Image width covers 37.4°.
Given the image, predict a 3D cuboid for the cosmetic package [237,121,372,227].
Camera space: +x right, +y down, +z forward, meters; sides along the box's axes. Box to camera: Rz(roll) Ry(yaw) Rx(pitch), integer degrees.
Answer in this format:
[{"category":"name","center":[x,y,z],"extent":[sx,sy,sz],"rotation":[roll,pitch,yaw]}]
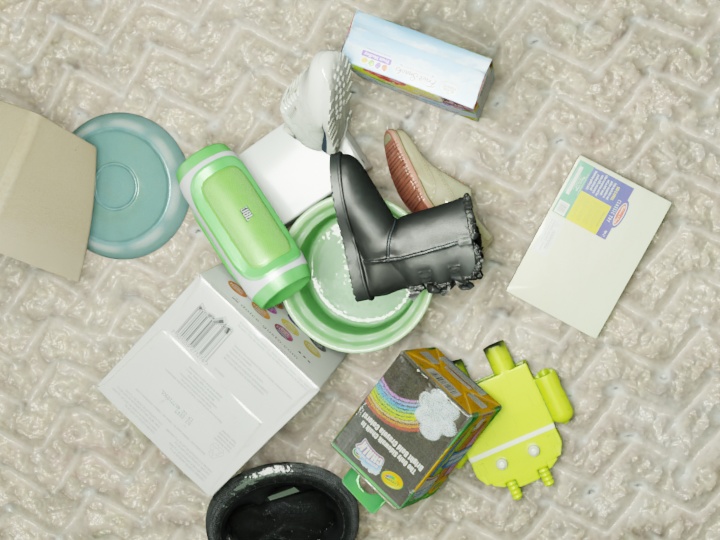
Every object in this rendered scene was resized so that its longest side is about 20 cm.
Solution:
[{"category":"cosmetic package","center":[-0.097,-0.122,1.384],"extent":[0.200,0.081,0.113],"rotation":[-32,90,8]}]

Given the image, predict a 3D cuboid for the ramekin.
[{"category":"ramekin","center":[0.000,0.000,1.370],"extent":[0.199,0.098,0.201],"rotation":[1,95,8]}]

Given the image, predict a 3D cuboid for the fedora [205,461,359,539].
[{"category":"fedora","center":[-0.104,0.316,1.407],"extent":[0.200,0.092,0.201],"rotation":[-3,110,-7]}]

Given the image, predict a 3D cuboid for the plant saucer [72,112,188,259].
[{"category":"plant saucer","center":[-0.330,-0.114,1.444],"extent":[0.199,0.027,0.201],"rotation":[1,95,9]}]

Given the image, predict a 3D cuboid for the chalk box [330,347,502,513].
[{"category":"chalk box","center":[0.058,0.212,1.339],"extent":[0.125,0.124,0.200],"rotation":[42,106,20]}]

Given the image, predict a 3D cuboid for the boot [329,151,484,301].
[{"category":"boot","center":[0.057,-0.058,1.271],"extent":[0.162,0.073,0.199],"rotation":[-11,100,11]}]

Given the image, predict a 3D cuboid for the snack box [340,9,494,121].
[{"category":"snack box","center":[0.074,-0.243,1.286],"extent":[0.168,0.200,0.068],"rotation":[22,98,7]}]

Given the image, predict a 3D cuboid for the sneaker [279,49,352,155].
[{"category":"sneaker","center":[-0.056,-0.195,1.236],"extent":[0.080,0.200,0.077],"rotation":[24,70,6]}]

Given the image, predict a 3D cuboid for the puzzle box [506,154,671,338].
[{"category":"puzzle box","center":[0.291,-0.030,1.363],"extent":[0.133,0.025,0.201],"rotation":[29,98,5]}]

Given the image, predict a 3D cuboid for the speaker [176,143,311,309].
[{"category":"speaker","center":[-0.144,-0.055,1.302],"extent":[0.088,0.088,0.200],"rotation":[-35,80,10]}]

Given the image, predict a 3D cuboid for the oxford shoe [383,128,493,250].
[{"category":"oxford shoe","center":[0.098,-0.101,1.374],"extent":[0.074,0.071,0.200],"rotation":[-29,90,-16]}]

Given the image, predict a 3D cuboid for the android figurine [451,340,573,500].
[{"category":"android figurine","center":[0.186,0.199,1.392],"extent":[0.181,0.041,0.201],"rotation":[-23,90,9]}]

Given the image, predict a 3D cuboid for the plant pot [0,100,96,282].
[{"category":"plant pot","center":[-0.458,-0.117,1.369],"extent":[0.199,0.200,0.178],"rotation":[19,84,24]}]

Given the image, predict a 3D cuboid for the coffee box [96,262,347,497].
[{"category":"coffee box","center":[-0.167,0.125,1.353],"extent":[0.200,0.198,0.200],"rotation":[44,103,2]}]
